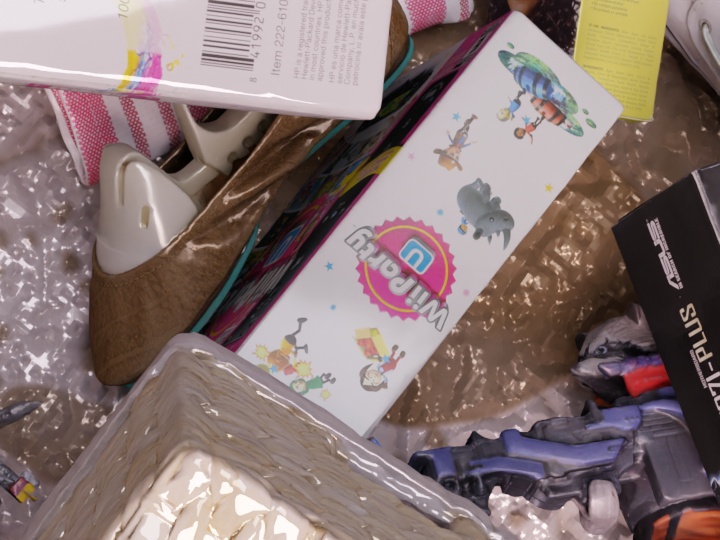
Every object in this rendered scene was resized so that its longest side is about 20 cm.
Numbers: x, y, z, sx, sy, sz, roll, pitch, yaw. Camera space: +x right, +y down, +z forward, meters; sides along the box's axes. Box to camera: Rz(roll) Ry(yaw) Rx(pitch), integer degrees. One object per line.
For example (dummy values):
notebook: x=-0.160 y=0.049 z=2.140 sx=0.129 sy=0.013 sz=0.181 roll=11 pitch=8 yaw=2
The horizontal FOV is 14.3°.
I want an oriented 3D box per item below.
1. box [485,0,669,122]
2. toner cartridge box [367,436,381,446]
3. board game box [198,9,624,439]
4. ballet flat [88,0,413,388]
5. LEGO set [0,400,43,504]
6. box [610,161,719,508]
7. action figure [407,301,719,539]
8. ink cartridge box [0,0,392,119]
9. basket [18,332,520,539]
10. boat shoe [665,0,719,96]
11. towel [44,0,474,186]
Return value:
box: x=0.101 y=-0.166 z=1.222 sx=0.050 sy=0.075 sz=0.200 roll=9 pitch=89 yaw=-32
toner cartridge box: x=-0.049 y=0.162 z=1.125 sx=0.200 sy=0.043 sz=0.095 roll=-36 pitch=92 yaw=-19
board game box: x=0.000 y=0.000 z=1.152 sx=0.064 sy=0.148 sz=0.200 roll=41 pitch=71 yaw=-9
ballet flat: x=-0.060 y=-0.047 z=1.166 sx=0.200 sy=0.068 sz=0.072 roll=-50 pitch=126 yaw=-4
LEGO set: x=-0.232 y=0.059 z=1.083 sx=0.200 sy=0.116 sz=0.154 roll=-28 pitch=89 yaw=-20
box: x=0.229 y=0.018 z=1.160 sx=0.200 sy=0.086 sz=0.164 roll=-18 pitch=82 yaw=-22
action figure: x=0.109 y=0.110 z=1.200 sx=0.200 sy=0.105 sz=0.194 roll=0 pitch=72 yaw=-15
ink cartridge box: x=-0.091 y=-0.139 z=1.083 sx=0.200 sy=0.085 sz=0.145 roll=6 pitch=91 yaw=-18
basket: x=-0.036 y=0.160 z=0.991 sx=0.198 sy=0.161 sz=0.200 roll=34 pitch=95 yaw=-9
boat shoe: x=0.182 y=-0.106 z=1.259 sx=0.074 sy=0.067 sz=0.200 roll=-37 pitch=99 yaw=-19
towel: x=-0.047 y=-0.135 z=1.189 sx=0.200 sy=0.030 sz=0.146 roll=-25 pitch=120 yaw=-19
